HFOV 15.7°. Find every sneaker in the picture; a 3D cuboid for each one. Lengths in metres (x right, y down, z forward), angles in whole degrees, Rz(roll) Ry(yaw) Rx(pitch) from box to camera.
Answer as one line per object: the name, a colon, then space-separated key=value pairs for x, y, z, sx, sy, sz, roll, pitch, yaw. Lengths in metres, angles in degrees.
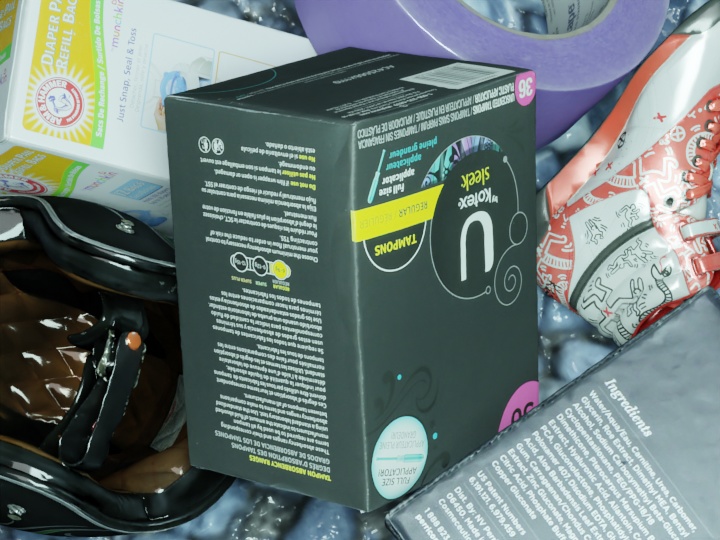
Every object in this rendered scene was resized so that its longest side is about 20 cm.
sneaker: x=0.179 y=-0.051 z=1.444 sx=0.108 sy=0.067 sz=0.201 roll=44 pitch=105 yaw=16

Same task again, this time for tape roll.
tape roll: x=0.067 y=-0.169 z=1.451 sx=0.200 sy=0.085 sz=0.200 roll=12 pitch=60 yaw=-22

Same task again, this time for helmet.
helmet: x=-0.167 y=0.050 z=1.407 sx=0.191 sy=0.200 sz=0.200 roll=15 pitch=74 yaw=43

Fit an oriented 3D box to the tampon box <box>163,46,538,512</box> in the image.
tampon box: x=0.000 y=0.000 z=1.338 sx=0.126 sy=0.150 sz=0.200 roll=11 pitch=111 yaw=39

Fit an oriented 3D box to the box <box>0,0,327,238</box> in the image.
box: x=-0.116 y=-0.084 z=1.438 sx=0.200 sy=0.112 sz=0.101 roll=14 pitch=73 yaw=-25

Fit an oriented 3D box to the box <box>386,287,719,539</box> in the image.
box: x=0.132 y=0.131 z=1.343 sx=0.200 sy=0.197 sz=0.117 roll=-36 pitch=74 yaw=-4
